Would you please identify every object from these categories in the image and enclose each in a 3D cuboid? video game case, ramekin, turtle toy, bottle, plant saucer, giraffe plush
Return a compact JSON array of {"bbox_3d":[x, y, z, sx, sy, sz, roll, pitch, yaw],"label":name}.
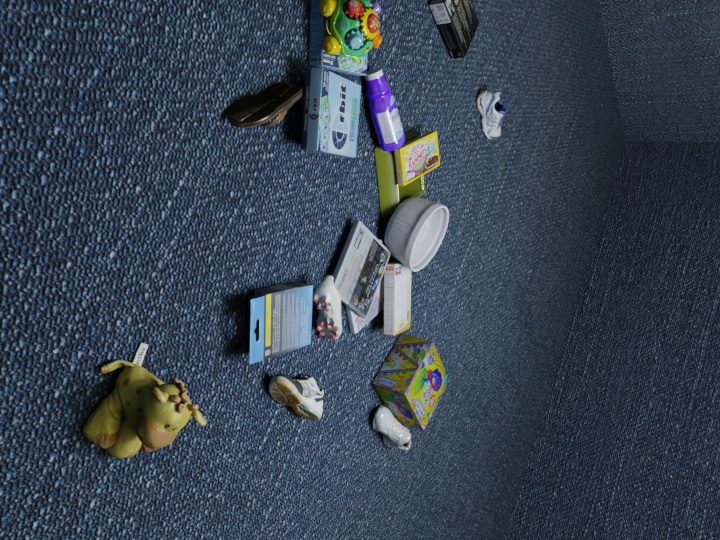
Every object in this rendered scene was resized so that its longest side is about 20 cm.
[{"bbox_3d":[0.000,0.000,1.554,0.182,0.023,0.202,41,64,-49],"label":"video game case"},{"bbox_3d":[0.153,-0.110,1.663,0.200,0.104,0.201,-44,151,-32],"label":"ramekin"},{"bbox_3d":[0.016,0.042,1.622,0.182,0.023,0.202,-38,128,-43],"label":"video game case"},{"bbox_3d":[-0.009,-0.558,1.289,0.145,0.100,0.202,-26,119,-47],"label":"turtle toy"},{"bbox_3d":[0.060,-0.413,1.523,0.084,0.065,0.202,-64,141,-53],"label":"bottle"},{"bbox_3d":[0.123,-0.271,1.667,0.199,0.047,0.202,-32,123,-46],"label":"plant saucer"},{"bbox_3d":[-0.358,0.244,1.035,0.172,0.161,0.203,6,95,-54],"label":"giraffe plush"}]

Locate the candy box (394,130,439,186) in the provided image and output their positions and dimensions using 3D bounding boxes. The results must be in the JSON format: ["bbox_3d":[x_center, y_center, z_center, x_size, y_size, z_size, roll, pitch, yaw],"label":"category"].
[{"bbox_3d":[0.159,-0.313,1.644,0.200,0.026,0.103,-35,123,-45],"label":"candy box"}]

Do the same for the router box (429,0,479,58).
[{"bbox_3d":[0.281,-0.759,1.757,0.200,0.051,0.150,50,57,-48],"label":"router box"}]

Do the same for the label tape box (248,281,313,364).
[{"bbox_3d":[-0.193,0.111,1.315,0.199,0.063,0.146,-11,107,-53],"label":"label tape box"}]

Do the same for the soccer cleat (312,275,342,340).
[{"bbox_3d":[-0.073,0.097,1.448,0.201,0.069,0.078,85,24,-49],"label":"soccer cleat"}]

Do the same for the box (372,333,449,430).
[{"bbox_3d":[0.157,0.340,1.808,0.193,0.121,0.201,-56,137,-30],"label":"box"}]

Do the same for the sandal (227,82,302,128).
[{"bbox_3d":[-0.190,-0.329,1.214,0.200,0.081,0.055,-50,158,-44],"label":"sandal"}]

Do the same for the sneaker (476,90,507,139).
[{"bbox_3d":[0.463,-0.528,2.039,0.076,0.087,0.200,-63,143,-24],"label":"sneaker"}]

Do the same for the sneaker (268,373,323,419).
[{"bbox_3d":[-0.152,0.284,1.426,0.200,0.075,0.088,55,39,-48],"label":"sneaker"}]

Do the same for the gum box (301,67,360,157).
[{"bbox_3d":[-0.063,-0.352,1.347,0.200,0.044,0.172,-11,108,-65],"label":"gum box"}]

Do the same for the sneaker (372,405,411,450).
[{"bbox_3d":[0.105,0.478,1.791,0.078,0.099,0.201,-59,140,-27],"label":"sneaker"}]

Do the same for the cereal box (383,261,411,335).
[{"bbox_3d":[0.108,0.076,1.709,0.144,0.039,0.203,-8,100,-66],"label":"cereal box"}]

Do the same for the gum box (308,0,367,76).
[{"bbox_3d":[-0.046,-0.564,1.362,0.169,0.044,0.203,-11,108,-52],"label":"gum box"}]
